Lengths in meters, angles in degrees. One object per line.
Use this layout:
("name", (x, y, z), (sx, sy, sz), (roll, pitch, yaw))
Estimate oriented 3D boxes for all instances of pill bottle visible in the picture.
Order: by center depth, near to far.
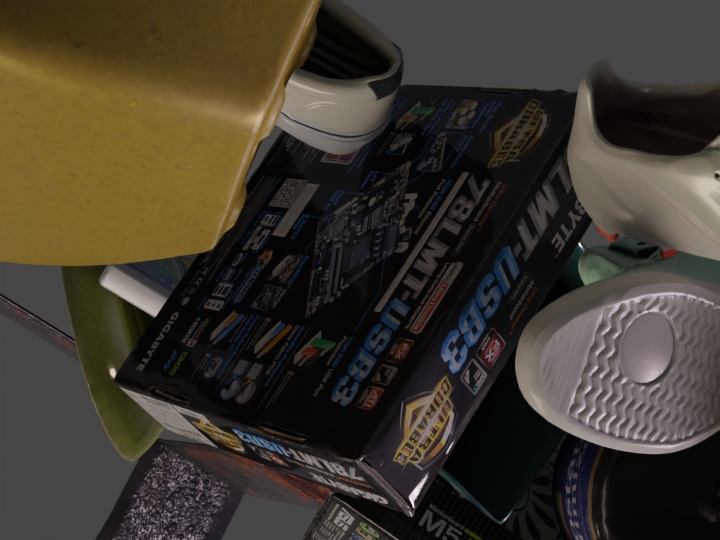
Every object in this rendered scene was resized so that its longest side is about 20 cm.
("pill bottle", (0.160, 0.117, 0.768), (0.111, 0.112, 0.200), (28, 174, 2))

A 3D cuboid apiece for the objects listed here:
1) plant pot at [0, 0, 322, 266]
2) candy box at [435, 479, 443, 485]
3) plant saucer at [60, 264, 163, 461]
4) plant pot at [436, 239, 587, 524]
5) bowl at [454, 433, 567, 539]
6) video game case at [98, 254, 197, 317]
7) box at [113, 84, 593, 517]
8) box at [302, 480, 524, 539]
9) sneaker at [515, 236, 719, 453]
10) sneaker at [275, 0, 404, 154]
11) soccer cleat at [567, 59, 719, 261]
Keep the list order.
("plant pot", (-0.113, -0.112, 0.539), (0.199, 0.197, 0.194), (23, 155, -5))
("candy box", (-0.018, 0.084, 1.026), (0.199, 0.061, 0.137), (17, -154, 6))
("plant saucer", (-0.160, 0.027, 0.996), (0.031, 0.201, 0.200), (-12, 158, 3))
("plant pot", (0.021, 0.015, 0.837), (0.200, 0.142, 0.141), (29, 169, 43))
("bowl", (0.147, 0.122, 0.950), (0.199, 0.095, 0.201), (-6, -167, 1))
("video game case", (-0.062, 0.015, 0.981), (0.199, 0.022, 0.183), (31, -156, -7))
("box", (0.000, 0.000, 0.691), (0.198, 0.201, 0.050), (10, 151, 49))
("box", (0.059, 0.186, 0.859), (0.192, 0.048, 0.200), (31, 159, 4))
("sneaker", (0.119, 0.025, 0.654), (0.199, 0.074, 0.118), (-7, -166, -37))
("sneaker", (-0.067, -0.128, 0.679), (0.199, 0.073, 0.071), (25, 149, -7))
("soccer cleat", (0.168, -0.029, 0.560), (0.199, 0.069, 0.078), (17, 144, 30))
